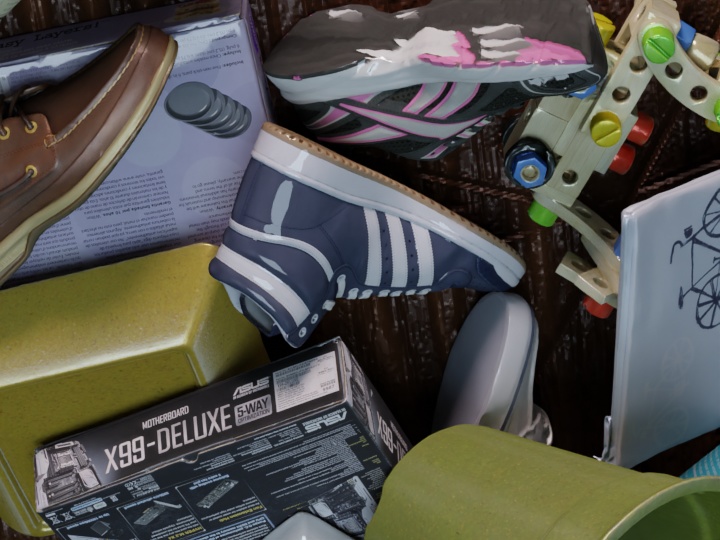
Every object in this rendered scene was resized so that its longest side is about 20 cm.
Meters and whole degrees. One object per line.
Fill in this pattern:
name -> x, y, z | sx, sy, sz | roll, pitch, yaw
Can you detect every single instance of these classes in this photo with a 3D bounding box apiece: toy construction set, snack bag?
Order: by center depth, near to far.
toy construction set -> 0.157, -0.075, 1.454 | 0.130, 0.092, 0.201 | 23, 103, -12
snack bag -> 0.222, 0.013, 1.467 | 0.199, 0.021, 0.190 | -20, 128, -28

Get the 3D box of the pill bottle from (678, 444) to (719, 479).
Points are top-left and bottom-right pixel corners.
pill bottle -> 0.241, 0.149, 1.504 | 0.200, 0.111, 0.111 | -40, 111, 16

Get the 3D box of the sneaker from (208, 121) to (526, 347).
sneaker -> 0.000, 0.000, 1.457 | 0.199, 0.070, 0.109 | 25, 92, -36

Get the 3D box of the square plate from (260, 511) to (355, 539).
square plate -> -0.028, 0.249, 1.555 | 0.198, 0.029, 0.200 | 33, 122, -28

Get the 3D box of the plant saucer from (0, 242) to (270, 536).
plant saucer -> -0.149, 0.085, 1.509 | 0.199, 0.049, 0.201 | -13, 137, 6

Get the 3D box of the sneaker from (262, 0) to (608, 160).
sneaker -> 0.050, -0.106, 1.433 | 0.199, 0.081, 0.087 | 0, 134, 30

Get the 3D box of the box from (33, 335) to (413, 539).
box -> -0.068, 0.134, 1.501 | 0.199, 0.050, 0.158 | -21, 136, 13

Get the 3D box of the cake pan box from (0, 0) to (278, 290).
cake pan box -> -0.141, -0.052, 1.477 | 0.199, 0.052, 0.185 | -12, 114, 5

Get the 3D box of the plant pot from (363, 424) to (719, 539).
plant pot -> 0.104, 0.176, 1.429 | 0.199, 0.189, 0.201 | -17, 118, -36

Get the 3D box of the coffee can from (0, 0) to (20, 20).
coffee can -> -0.175, -0.242, 1.328 | 0.200, 0.147, 0.146 | -41, 110, 18

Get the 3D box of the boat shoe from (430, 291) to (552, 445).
boat shoe -> 0.083, 0.103, 1.554 | 0.065, 0.074, 0.201 | 4, 121, -20

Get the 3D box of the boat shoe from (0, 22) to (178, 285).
boat shoe -> -0.180, -0.065, 1.403 | 0.067, 0.072, 0.200 | 38, 113, -19
